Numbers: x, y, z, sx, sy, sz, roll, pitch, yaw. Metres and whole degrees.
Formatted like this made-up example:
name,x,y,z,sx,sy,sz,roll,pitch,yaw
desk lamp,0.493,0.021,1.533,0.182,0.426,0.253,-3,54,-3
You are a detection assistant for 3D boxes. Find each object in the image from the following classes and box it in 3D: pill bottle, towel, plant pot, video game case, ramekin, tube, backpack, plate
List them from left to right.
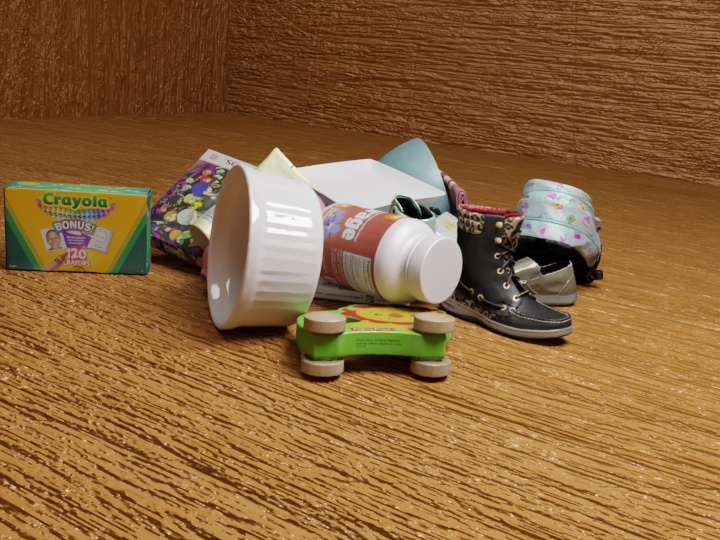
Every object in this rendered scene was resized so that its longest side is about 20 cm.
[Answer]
name,x,y,z,sx,sy,sz,roll,pitch,yaw
video game case,-0.225,-0.094,1.258,0.180,0.036,0.200,22,57,24
tube,-0.167,-0.104,1.207,0.052,0.058,0.200,15,50,44
ramekin,-0.119,-0.025,0.989,0.097,0.202,0.200,6,14,-24
video game case,0.000,0.000,1.208,0.180,0.024,0.200,6,22,11
plate,0.003,-0.131,1.302,0.199,0.033,0.199,-14,31,-38
pill bottle,0.031,-0.021,1.061,0.199,0.113,0.112,16,19,42
plant pot,0.069,-0.124,1.456,0.134,0.202,0.200,-18,19,-7
towel,0.156,-0.110,1.439,0.023,0.145,0.200,-19,28,-7
backpack,0.306,-0.061,1.287,0.166,0.128,0.200,6,-12,21

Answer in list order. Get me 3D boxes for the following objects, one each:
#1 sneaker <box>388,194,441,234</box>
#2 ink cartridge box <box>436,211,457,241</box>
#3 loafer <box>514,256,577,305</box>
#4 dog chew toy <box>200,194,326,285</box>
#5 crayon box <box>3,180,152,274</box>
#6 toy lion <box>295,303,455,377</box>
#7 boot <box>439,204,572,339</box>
name,x,y,z,sx,sy,sz,roll,pitch,yaw
sneaker,0.048,-0.063,1.178,0.073,0.119,0.200,-15,26,-33
ink cartridge box,0.113,-0.065,1.291,0.199,0.048,0.145,34,21,10
loafer,0.233,0.011,1.200,0.198,0.070,0.075,0,16,-18
dog chew toy,-0.139,-0.039,1.140,0.199,0.125,0.124,-34,33,-24
crayon box,-0.407,-0.062,1.166,0.198,0.120,0.058,2,15,-9
toy lion,0.019,0.070,0.953,0.198,0.069,0.192,1,9,-12
boot,0.197,0.000,1.072,0.199,0.152,0.073,19,20,42
